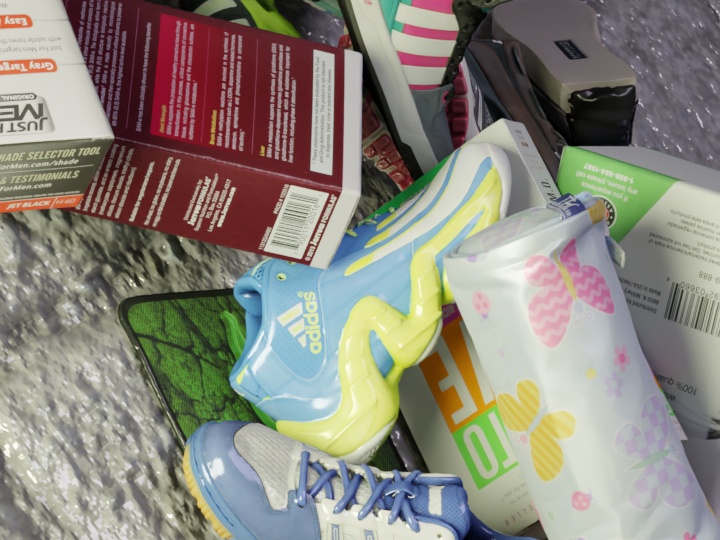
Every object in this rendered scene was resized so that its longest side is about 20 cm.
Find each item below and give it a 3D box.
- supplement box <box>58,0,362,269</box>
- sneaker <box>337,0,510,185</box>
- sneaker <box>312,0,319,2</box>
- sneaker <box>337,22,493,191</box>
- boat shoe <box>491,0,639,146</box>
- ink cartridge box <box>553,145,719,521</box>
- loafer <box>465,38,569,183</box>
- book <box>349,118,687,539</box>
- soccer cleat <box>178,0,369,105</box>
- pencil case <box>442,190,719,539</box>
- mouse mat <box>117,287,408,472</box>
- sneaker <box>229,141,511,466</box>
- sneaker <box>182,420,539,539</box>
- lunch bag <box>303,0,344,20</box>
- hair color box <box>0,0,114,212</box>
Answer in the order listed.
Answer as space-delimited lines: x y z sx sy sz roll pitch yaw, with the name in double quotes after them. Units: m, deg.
-0.102 -0.077 1.236 0.200 0.061 0.109 13 45 -12 "supplement box"
0.053 -0.141 1.339 0.084 0.121 0.200 -113 -177 -47 "sneaker"
-0.010 -0.184 1.380 0.200 0.079 0.075 24 7 -21 "sneaker"
0.045 -0.073 1.454 0.075 0.080 0.200 -46 118 -68 "sneaker"
0.132 -0.112 1.630 0.075 0.093 0.200 -5 26 -6 "boat shoe"
0.167 0.045 1.348 0.146 0.200 0.084 21 15 35 "ink cartridge box"
0.110 -0.071 1.519 0.063 0.072 0.200 -16 58 -21 "loafer"
0.078 0.038 1.340 0.048 0.134 0.200 5 53 -56 "book"
-0.071 -0.121 1.384 0.067 0.081 0.200 28 17 -46 "soccer cleat"
0.112 0.062 1.229 0.091 0.083 0.200 -25 97 -45 "pencil case"
-0.032 0.094 1.270 0.161 0.008 0.200 -5 63 -53 "mouse mat"
0.000 0.000 1.272 0.105 0.076 0.200 31 67 -8 "sneaker"
0.008 0.117 1.209 0.200 0.088 0.075 31 40 -27 "sneaker"
-0.062 -0.243 1.470 0.200 0.077 0.160 36 15 -26 "lunch bag"
-0.196 -0.123 1.142 0.101 0.061 0.200 -6 59 -31 "hair color box"
